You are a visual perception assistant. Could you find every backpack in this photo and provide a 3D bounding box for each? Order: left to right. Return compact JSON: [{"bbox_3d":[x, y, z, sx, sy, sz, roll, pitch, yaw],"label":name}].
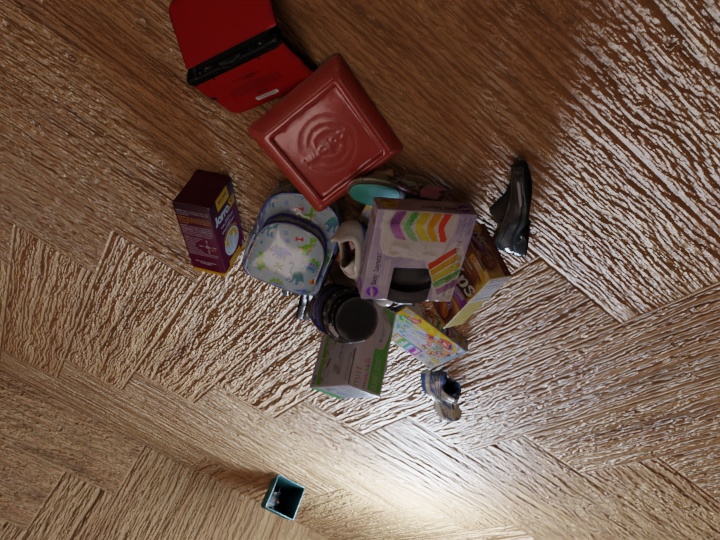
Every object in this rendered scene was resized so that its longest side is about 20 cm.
[{"bbox_3d":[-0.129,-0.061,1.015,0.181,0.147,0.202,20,110,-8],"label":"backpack"}]

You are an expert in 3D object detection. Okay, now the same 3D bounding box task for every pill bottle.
[{"bbox_3d":[-0.034,0.087,1.036,0.111,0.113,0.200,34,173,-15],"label":"pill bottle"}]

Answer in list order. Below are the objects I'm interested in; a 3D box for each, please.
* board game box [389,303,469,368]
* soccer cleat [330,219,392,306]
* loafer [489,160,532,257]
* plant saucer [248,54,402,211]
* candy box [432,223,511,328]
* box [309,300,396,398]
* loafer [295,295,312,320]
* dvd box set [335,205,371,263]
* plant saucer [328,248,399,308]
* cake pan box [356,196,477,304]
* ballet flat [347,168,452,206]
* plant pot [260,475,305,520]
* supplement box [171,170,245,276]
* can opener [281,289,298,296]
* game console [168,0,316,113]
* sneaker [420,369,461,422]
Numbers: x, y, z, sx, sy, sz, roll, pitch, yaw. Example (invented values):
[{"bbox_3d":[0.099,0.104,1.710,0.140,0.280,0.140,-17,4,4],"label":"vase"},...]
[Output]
[{"bbox_3d":[0.147,0.156,1.247,0.199,0.034,0.134,36,137,-16],"label":"board game box"},{"bbox_3d":[0.000,0.000,0.994,0.069,0.086,0.202,-3,121,44],"label":"soccer cleat"},{"bbox_3d":[0.262,-0.103,0.899,0.071,0.073,0.202,8,136,21],"label":"loafer"},{"bbox_3d":[-0.056,-0.218,0.869,0.198,0.037,0.200,-34,121,14],"label":"plant saucer"},{"bbox_3d":[0.201,0.015,0.997,0.056,0.118,0.201,-8,151,-25],"label":"candy box"},{"bbox_3d":[-0.019,0.185,1.187,0.096,0.202,0.176,27,153,-27],"label":"box"},{"bbox_3d":[-0.106,0.054,1.226,0.070,0.074,0.201,13,144,-7],"label":"loafer"},{"bbox_3d":[0.053,-0.062,1.018,0.145,0.030,0.201,30,125,-5],"label":"dvd box set"},{"bbox_3d":[0.023,0.006,1.137,0.198,0.037,0.202,12,139,11],"label":"plant saucer"},{"bbox_3d":[0.096,-0.031,0.920,0.181,0.053,0.202,4,125,-12],"label":"cake pan box"},{"bbox_3d":[0.072,-0.145,0.919,0.197,0.072,0.069,11,149,-11],"label":"ballet flat"},{"bbox_3d":[-0.370,1.041,2.327,0.140,0.142,0.200,31,145,-11],"label":"plant pot"},{"bbox_3d":[-0.324,-0.100,1.112,0.084,0.111,0.201,11,138,9],"label":"supplement box"},{"bbox_3d":[-0.154,-0.006,1.189,0.052,0.067,0.201,3,145,-10],"label":"can opener"},{"bbox_3d":[-0.191,-0.373,0.838,0.198,0.120,0.172,-9,162,30],"label":"game console"},{"bbox_3d":[0.238,0.343,1.380,0.084,0.078,0.201,-16,127,30],"label":"sneaker"}]
